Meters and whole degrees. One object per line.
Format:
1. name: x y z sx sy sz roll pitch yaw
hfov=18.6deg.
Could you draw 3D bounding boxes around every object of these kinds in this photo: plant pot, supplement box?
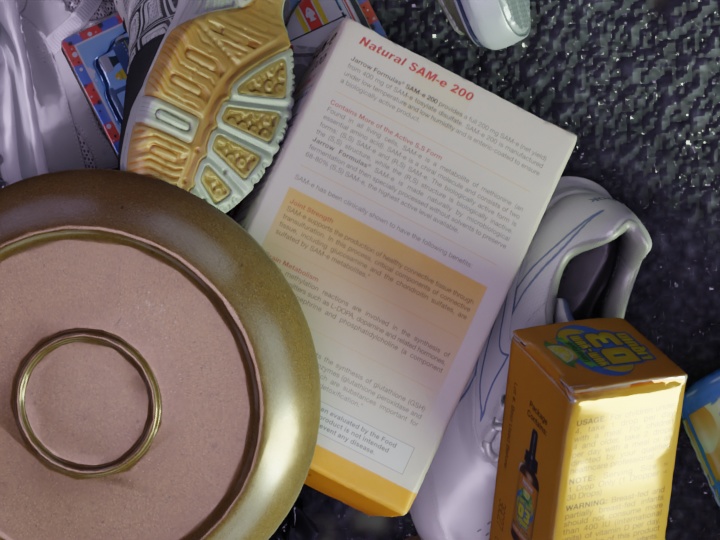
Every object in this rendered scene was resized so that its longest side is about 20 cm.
1. plant pot: -0.118 0.056 0.966 0.200 0.027 0.200 1 99 7
2. supplement box: 0.101 0.125 1.026 0.069 0.067 0.200 -9 119 -21
3. supplement box: 0.000 0.000 1.037 0.126 0.074 0.200 27 79 -9

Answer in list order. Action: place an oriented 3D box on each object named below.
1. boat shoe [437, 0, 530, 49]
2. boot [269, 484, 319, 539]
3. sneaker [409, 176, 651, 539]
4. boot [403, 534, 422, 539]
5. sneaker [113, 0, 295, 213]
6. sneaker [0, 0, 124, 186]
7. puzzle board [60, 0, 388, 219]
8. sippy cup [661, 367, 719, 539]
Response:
1. boat shoe: 0.024 -0.196 1.070 0.062 0.072 0.200 -23 85 21
2. boot: -0.108 0.060 1.118 0.198 0.073 0.163 11 96 -1
3. sneaker: 0.078 0.049 1.065 0.074 0.087 0.200 20 91 -17
4. boot: -0.013 0.223 1.098 0.075 0.107 0.200 36 112 -6
5. sneaker: -0.078 -0.108 1.026 0.076 0.088 0.200 29 66 -36
6. sneaker: -0.146 -0.138 1.105 0.082 0.075 0.200 -4 105 -7
7. puzzle board: -0.035 -0.055 1.082 0.151 0.017 0.200 -27 91 -15
8. sippy cup: 0.224 0.092 1.056 0.140 0.178 0.130 -38 80 41
